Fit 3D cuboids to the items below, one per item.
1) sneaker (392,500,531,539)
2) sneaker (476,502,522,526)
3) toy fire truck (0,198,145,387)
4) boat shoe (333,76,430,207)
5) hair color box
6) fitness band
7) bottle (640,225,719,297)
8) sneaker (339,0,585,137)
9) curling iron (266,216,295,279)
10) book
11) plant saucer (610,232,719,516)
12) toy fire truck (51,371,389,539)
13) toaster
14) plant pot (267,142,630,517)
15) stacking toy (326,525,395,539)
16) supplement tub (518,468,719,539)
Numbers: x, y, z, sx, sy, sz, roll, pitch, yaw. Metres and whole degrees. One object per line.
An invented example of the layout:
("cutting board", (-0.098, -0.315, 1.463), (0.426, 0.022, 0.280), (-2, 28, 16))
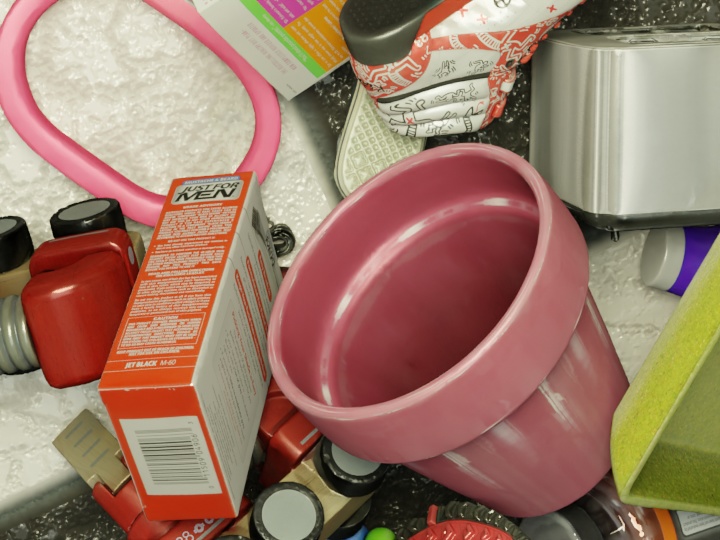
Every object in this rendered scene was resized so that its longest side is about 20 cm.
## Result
("sneaker", (0.049, 0.213, 0.989), (0.095, 0.080, 0.199), (33, 135, -27))
("sneaker", (0.086, 0.124, 1.100), (0.087, 0.076, 0.202), (-3, 95, 1))
("toy fire truck", (-0.228, 0.029, 0.941), (0.174, 0.200, 0.130), (-10, 111, 5))
("boat shoe", (0.031, -0.134, 1.030), (0.074, 0.062, 0.202), (20, 86, -7))
("hair color box", (-0.098, 0.043, 0.961), (0.063, 0.201, 0.112), (-3, 128, 13))
("fitness band", (-0.146, -0.116, 1.026), (0.199, 0.037, 0.144), (36, 100, -13))
("bottle", (0.298, 0.009, 1.094), (0.198, 0.065, 0.084), (13, 103, -10))
("sneaker", (0.090, -0.154, 0.952), (0.200, 0.068, 0.108), (-24, 141, 0))
("curling iron", (0.000, 0.000, 1.073), (0.198, 0.026, 0.050), (12, 115, -9))
("book", (0.006, -0.193, 0.934), (0.199, 0.134, 0.048), (-31, 70, 10))
("plant saucer", (0.238, 0.053, 0.959), (0.199, 0.048, 0.201), (16, 105, -51))
("toy fire truck", (-0.105, 0.129, 1.027), (0.200, 0.129, 0.176), (42, 60, 14))
("toaster", (0.199, -0.094, 1.001), (0.198, 0.181, 0.120), (-4, 102, -7))
("plant pot", (0.072, 0.052, 0.954), (0.200, 0.200, 0.179), (-42, 126, 4))
("stacking toy", (0.018, 0.212, 1.074), (0.198, 0.085, 0.086), (2, 104, 10))
("supplement tub", (0.202, 0.176, 1.065), (0.198, 0.107, 0.108), (-10, 107, -34))
